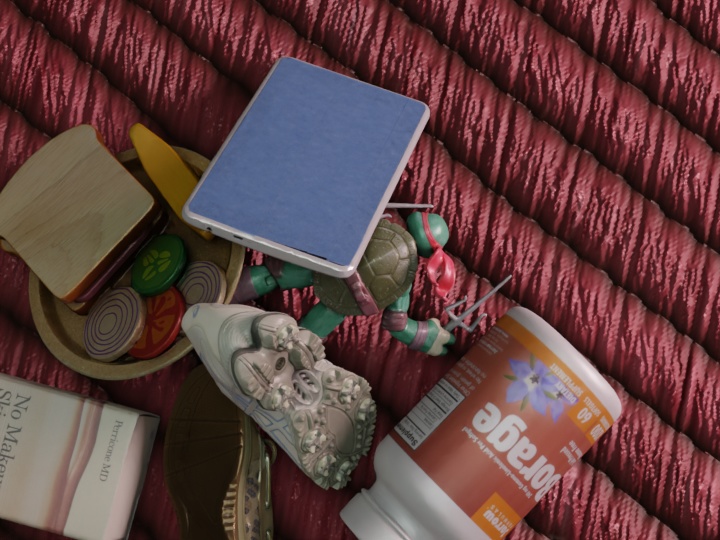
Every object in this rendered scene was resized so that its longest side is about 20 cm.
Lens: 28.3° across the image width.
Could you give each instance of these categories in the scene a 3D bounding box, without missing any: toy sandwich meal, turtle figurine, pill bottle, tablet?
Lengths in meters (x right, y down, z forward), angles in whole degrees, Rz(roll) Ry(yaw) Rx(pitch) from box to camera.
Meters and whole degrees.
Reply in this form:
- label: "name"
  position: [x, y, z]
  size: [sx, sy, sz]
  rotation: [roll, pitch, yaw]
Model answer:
- label: "toy sandwich meal"
  position: [-0.179, -0.020, 1.051]
  size: [0.204, 0.070, 0.207]
  rotation: [-8, 67, 20]
- label: "turtle figurine"
  position: [0.000, 0.000, 1.055]
  size: [0.199, 0.101, 0.151]
  rotation: [-25, 73, 9]
- label: "pill bottle"
  position: [0.083, 0.132, 1.025]
  size: [0.112, 0.112, 0.200]
  rotation: [44, 87, 7]
- label: "tablet"
  position: [-0.035, -0.081, 1.048]
  size: [0.129, 0.014, 0.201]
  rotation: [20, 46, 7]

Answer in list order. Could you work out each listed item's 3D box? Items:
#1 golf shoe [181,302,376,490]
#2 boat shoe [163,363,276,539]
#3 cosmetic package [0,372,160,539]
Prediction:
- label: "golf shoe"
  position: [-0.056, 0.082, 1.022]
  size: [0.097, 0.200, 0.078]
  rotation: [23, 66, 37]
- label: "boat shoe"
  position: [-0.100, 0.169, 1.062]
  size: [0.073, 0.063, 0.202]
  rotation: [-6, 79, 28]
- label: "cosmetic package"
  position: [-0.261, 0.129, 1.054]
  size: [0.198, 0.087, 0.104]
  rotation: [13, 83, 4]
